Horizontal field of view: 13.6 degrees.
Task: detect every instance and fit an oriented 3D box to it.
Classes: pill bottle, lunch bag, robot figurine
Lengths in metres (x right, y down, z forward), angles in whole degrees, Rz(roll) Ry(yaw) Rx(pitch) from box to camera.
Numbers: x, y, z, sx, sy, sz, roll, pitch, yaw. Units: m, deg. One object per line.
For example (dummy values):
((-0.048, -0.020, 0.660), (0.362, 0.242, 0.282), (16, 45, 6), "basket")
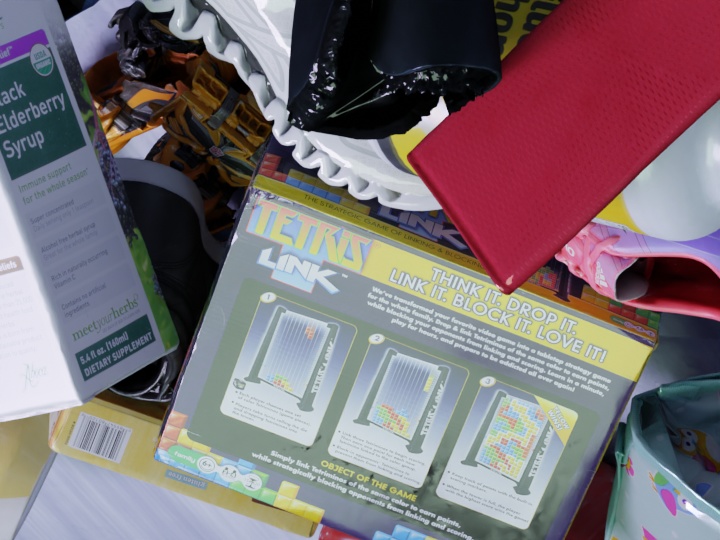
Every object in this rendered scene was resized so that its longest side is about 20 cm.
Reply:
((0.105, -0.075, 1.234), (0.199, 0.112, 0.112), (15, 146, 32), "pill bottle")
((0.211, 0.135, 1.438), (0.199, 0.122, 0.171), (22, 151, 12), "lunch bag")
((-0.088, -0.066, 1.510), (0.145, 0.058, 0.200), (39, 152, -19), "robot figurine")

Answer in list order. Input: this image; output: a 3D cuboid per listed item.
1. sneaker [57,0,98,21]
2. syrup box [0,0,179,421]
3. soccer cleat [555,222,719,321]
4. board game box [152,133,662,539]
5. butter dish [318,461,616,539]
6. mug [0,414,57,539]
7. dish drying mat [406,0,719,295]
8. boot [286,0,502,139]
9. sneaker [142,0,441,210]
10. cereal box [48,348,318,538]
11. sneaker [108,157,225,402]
((-0.180, -0.149, 1.451), (0.200, 0.089, 0.079), (-6, 131, 50), "sneaker")
((-0.165, -0.039, 1.380), (0.081, 0.079, 0.201), (-12, 101, 36), "syrup box")
((0.107, -0.025, 1.348), (0.199, 0.073, 0.068), (19, 149, 30), "soccer cleat")
((0.021, 0.048, 1.411), (0.199, 0.057, 0.166), (22, 120, -2), "board game box")
((0.065, 0.140, 1.577), (0.199, 0.199, 0.149), (15, 123, 33), "butter dish")
((-0.265, 0.095, 1.872), (0.153, 0.150, 0.187), (27, 159, -1), "mug")
((0.107, -0.083, 1.158), (0.018, 0.200, 0.077), (10, -140, -58), "dish drying mat")
((-0.022, -0.138, 1.213), (0.076, 0.169, 0.200), (8, 172, -44), "boot")
((-0.017, -0.106, 1.350), (0.200, 0.075, 0.081), (41, 138, 10), "sneaker")
((-0.091, 0.067, 1.583), (0.143, 0.040, 0.200), (19, -165, -11), "cereal box")
((-0.103, 0.027, 1.516), (0.070, 0.100, 0.200), (9, 160, 14), "sneaker")
